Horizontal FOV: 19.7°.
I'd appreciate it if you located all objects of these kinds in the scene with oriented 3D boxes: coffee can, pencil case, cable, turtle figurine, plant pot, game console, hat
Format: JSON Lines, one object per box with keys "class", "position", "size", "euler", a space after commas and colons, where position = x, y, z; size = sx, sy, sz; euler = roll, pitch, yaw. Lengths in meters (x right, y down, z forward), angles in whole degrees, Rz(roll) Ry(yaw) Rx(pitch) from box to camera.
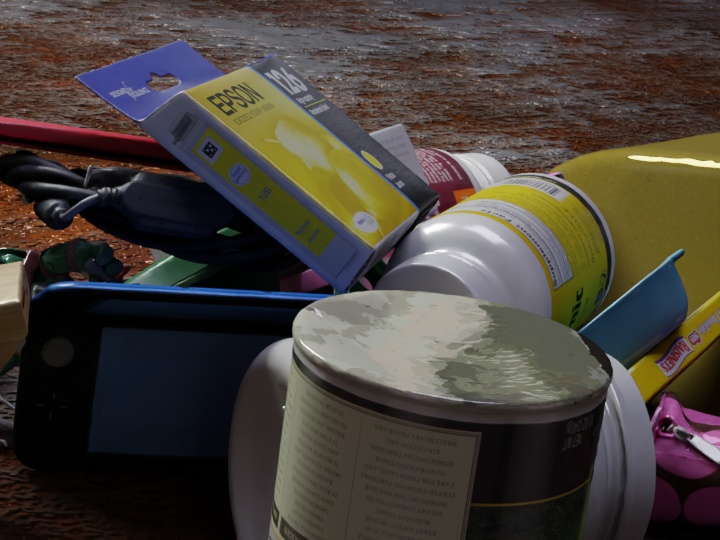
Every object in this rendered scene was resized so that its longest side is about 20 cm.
{"class": "coffee can", "position": [0.028, 0.127, 0.944], "size": [0.145, 0.201, 0.146], "euler": [7, 17, -2]}
{"class": "pencil case", "position": [0.264, 0.130, 1.234], "size": [0.199, 0.094, 0.091], "euler": [10, 55, 15]}
{"class": "cable", "position": [-0.124, -0.036, 1.268], "size": [0.199, 0.051, 0.163], "euler": [6, 4, -36]}
{"class": "turtle figurine", "position": [-0.217, 0.027, 1.264], "size": [0.199, 0.150, 0.101], "euler": [30, 6, -14]}
{"class": "plant pot", "position": [0.241, -0.008, 1.527], "size": [0.199, 0.196, 0.195], "euler": [14, 17, 39]}
{"class": "game console", "position": [-0.089, 0.065, 1.169], "size": [0.198, 0.172, 0.118], "euler": [4, 25, -14]}
{"class": "hat", "position": [-0.077, 0.073, 1.381], "size": [0.165, 0.177, 0.200], "euler": [-29, 9, -5]}

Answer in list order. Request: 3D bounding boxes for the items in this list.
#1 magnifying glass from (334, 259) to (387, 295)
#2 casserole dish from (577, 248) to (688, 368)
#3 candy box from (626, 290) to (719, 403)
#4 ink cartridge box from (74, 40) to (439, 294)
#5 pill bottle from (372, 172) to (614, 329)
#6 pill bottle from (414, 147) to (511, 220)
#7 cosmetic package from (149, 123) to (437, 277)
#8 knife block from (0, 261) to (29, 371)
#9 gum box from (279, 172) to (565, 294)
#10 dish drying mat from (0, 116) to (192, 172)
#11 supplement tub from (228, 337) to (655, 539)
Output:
{"class": "magnifying glass", "position": [0.000, 0.000, 1.341], "size": [0.079, 0.022, 0.201], "euler": [-6, 61, -44]}
{"class": "casserole dish", "position": [0.134, 0.062, 1.299], "size": [0.039, 0.200, 0.121], "euler": [52, 1, 6]}
{"class": "candy box", "position": [0.181, 0.071, 1.329], "size": [0.026, 0.102, 0.200], "euler": [51, 35, 6]}
{"class": "ink cartridge box", "position": [-0.054, -0.081, 1.262], "size": [0.200, 0.047, 0.198], "euler": [42, 18, 2]}
{"class": "pill bottle", "position": [0.079, 0.011, 1.298], "size": [0.111, 0.112, 0.200], "euler": [15, 20, 22]}
{"class": "pill bottle", "position": [0.028, -0.037, 1.634], "size": [0.199, 0.115, 0.114], "euler": [-10, 24, -44]}
{"class": "cosmetic package", "position": [-0.053, -0.035, 1.494], "size": [0.199, 0.074, 0.101], "euler": [-24, -2, 42]}
{"class": "knife block", "position": [-0.298, 0.047, 1.118], "size": [0.175, 0.200, 0.064], "euler": [33, 13, -19]}
{"class": "gum box", "position": [0.048, 0.000, 1.461], "size": [0.199, 0.067, 0.113], "euler": [-22, 2, -32]}
{"class": "dish drying mat", "position": [-0.186, -0.079, 1.249], "size": [0.199, 0.018, 0.077], "euler": [7, 3, -24]}
{"class": "supplement tub", "position": [0.043, 0.107, 1.114], "size": [0.199, 0.146, 0.145], "euler": [0, 18, -24]}
